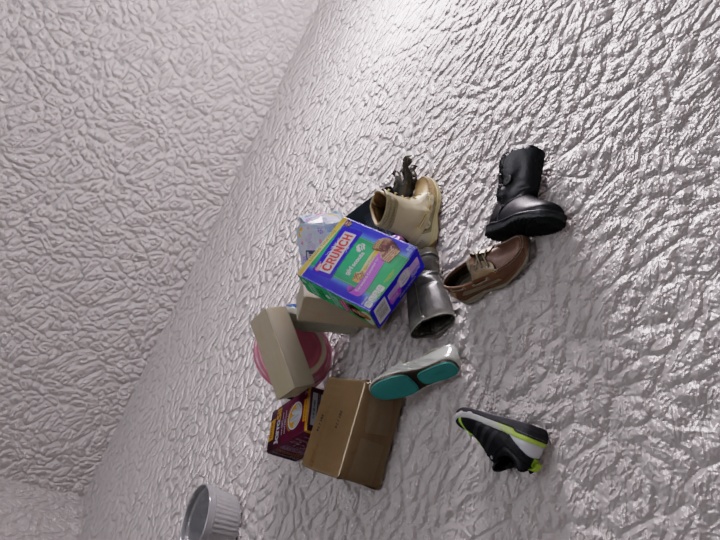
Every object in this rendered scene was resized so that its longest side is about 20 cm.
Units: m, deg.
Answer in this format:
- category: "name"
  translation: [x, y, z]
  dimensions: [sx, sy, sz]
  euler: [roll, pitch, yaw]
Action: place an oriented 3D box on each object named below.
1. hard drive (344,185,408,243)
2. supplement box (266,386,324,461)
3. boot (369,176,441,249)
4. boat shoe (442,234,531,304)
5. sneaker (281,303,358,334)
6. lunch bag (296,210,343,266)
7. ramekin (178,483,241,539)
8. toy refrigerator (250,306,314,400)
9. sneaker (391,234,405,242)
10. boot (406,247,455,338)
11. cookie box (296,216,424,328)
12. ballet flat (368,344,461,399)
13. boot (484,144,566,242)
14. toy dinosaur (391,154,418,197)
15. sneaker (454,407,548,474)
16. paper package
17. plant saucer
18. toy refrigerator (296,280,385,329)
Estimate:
- category: "hard drive"
  translation: [0.034, -0.099, 1.720]
  dimensions: [0.200, 0.033, 0.140]
  euler: [-31, 77, 51]
- category: "supplement box"
  translation: [-0.136, 0.367, 1.683]
  dimensions: [0.200, 0.085, 0.111]
  euler: [-39, 37, 45]
- category: "boot"
  translation: [0.099, -0.152, 1.571]
  dimensions: [0.073, 0.155, 0.201]
  euler: [-36, 39, 47]
- category: "boat shoe"
  translation: [0.227, -0.003, 1.291]
  dimensions: [0.200, 0.071, 0.076]
  euler: [-44, 34, 40]
- category: "sneaker"
  translation: [-0.096, 0.088, 1.734]
  dimensions: [0.077, 0.198, 0.112]
  euler: [90, -172, -52]
- category: "lunch bag"
  translation: [-0.087, -0.048, 1.724]
  dimensions: [0.200, 0.126, 0.171]
  euler: [-131, 32, -72]
- category: "ramekin"
  translation: [-0.405, 0.690, 1.922]
  dimensions: [0.200, 0.105, 0.201]
  euler: [-45, 32, 40]
- category: "toy refrigerator"
  translation: [-0.181, 0.190, 1.648]
  dimensions: [0.076, 0.070, 0.201]
  euler: [-39, 66, 38]
- category: "sneaker"
  translation: [0.035, -0.022, 1.664]
  dimensions: [0.200, 0.080, 0.089]
  euler: [-51, 35, 35]
- category: "boot"
  translation: [0.105, 0.060, 1.463]
  dimensions: [0.181, 0.072, 0.201]
  euler: [-31, 45, 26]
- category: "cookie box"
  translation: [0.000, 0.000, 1.453]
  dimensions: [0.199, 0.075, 0.172]
  euler: [24, 66, 33]
- category: "ballet flat"
  translation: [0.107, 0.192, 1.351]
  dimensions: [0.199, 0.069, 0.070]
  euler: [-25, 45, 29]
- category: "boot"
  translation: [0.299, -0.147, 1.263]
  dimensions: [0.200, 0.076, 0.169]
  euler: [-15, 60, 67]
- category: "toy dinosaur"
  translation: [0.107, -0.205, 1.687]
  dimensions: [0.200, 0.076, 0.103]
  euler: [134, 145, -61]
- category: "sneaker"
  translation: [0.207, 0.268, 1.106]
  dimensions: [0.200, 0.071, 0.083]
  euler: [-3, 68, 63]
- category: "paper package"
  translation: [-0.017, 0.328, 1.461]
  dimensions: [0.190, 0.103, 0.201]
  euler: [-10, 61, 61]
- category: "plant saucer"
  translation: [-0.161, 0.197, 1.735]
  dimensions: [0.051, 0.199, 0.202]
  euler: [125, 156, -57]
- category: "toy refrigerator"
  translation: [-0.037, 0.071, 1.573]
  dimensions: [0.070, 0.198, 0.076]
  euler: [-98, 20, -45]
